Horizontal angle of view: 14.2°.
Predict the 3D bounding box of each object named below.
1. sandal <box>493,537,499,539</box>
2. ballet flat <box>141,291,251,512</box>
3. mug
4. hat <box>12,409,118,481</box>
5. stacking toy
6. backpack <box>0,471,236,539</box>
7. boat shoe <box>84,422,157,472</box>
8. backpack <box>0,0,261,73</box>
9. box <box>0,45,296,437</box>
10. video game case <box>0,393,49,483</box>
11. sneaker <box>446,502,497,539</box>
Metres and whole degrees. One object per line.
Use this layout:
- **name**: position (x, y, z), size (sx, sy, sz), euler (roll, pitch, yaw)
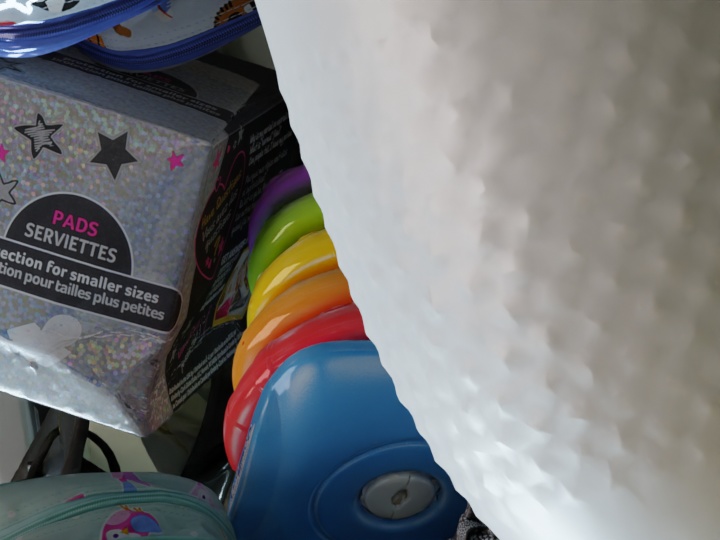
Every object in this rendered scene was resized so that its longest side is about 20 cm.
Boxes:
- **sandal**: position (0.098, 0.149, 0.799), size (0.201, 0.080, 0.057), euler (54, -179, 23)
- **ballet flat**: position (-0.053, 0.050, 1.180), size (0.068, 0.068, 0.200), euler (30, 140, 6)
- **mug**: position (0.069, -0.014, 0.747), size (0.200, 0.147, 0.176), euler (19, -127, -84)
- **hat**: position (-0.114, 0.133, 1.150), size (0.201, 0.081, 0.201), euler (-60, 9, 17)
- **stacking toy**: position (0.000, 0.000, 1.004), size (0.116, 0.109, 0.201), euler (108, 159, -46)
- **backpack**: position (-0.096, 0.160, 0.938), size (0.127, 0.166, 0.200), euler (64, 147, 29)
- **boat shoe**: position (-0.105, 0.071, 1.342), size (0.060, 0.072, 0.203), euler (-67, -41, -72)
- **backpack**: position (-0.086, -0.161, 0.984), size (0.200, 0.190, 0.155), euler (51, 162, 51)
- **box**: position (-0.138, -0.037, 1.041), size (0.132, 0.199, 0.115), euler (-44, -31, -71)
- **video game case**: position (-0.129, 0.149, 1.365), size (0.182, 0.023, 0.201), euler (64, -170, -56)
- **sneaker**: position (0.044, 0.080, 0.877), size (0.075, 0.113, 0.201), euler (-149, 51, -63)
